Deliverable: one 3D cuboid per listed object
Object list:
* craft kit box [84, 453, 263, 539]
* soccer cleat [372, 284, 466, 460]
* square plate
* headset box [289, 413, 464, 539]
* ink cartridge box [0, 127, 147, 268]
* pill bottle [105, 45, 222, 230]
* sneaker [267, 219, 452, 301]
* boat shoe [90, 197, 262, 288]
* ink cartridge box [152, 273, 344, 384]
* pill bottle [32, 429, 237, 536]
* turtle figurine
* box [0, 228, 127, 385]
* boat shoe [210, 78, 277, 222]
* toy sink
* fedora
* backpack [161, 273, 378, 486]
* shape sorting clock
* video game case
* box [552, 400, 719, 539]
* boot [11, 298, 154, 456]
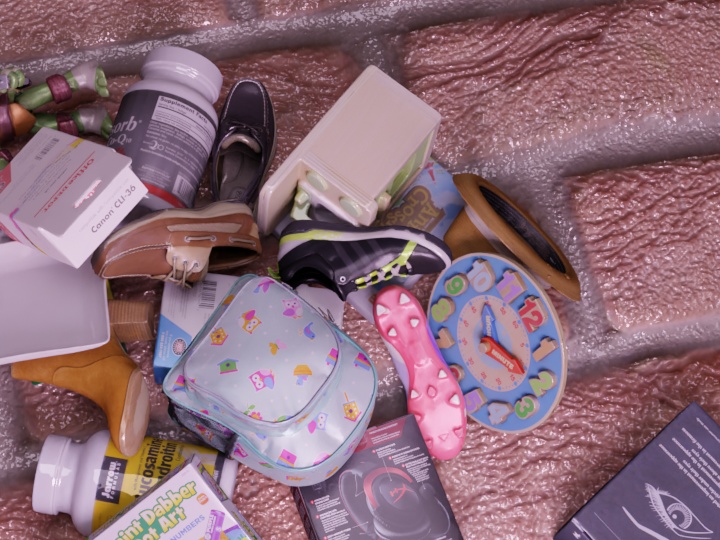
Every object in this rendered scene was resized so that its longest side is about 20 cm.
[{"bbox_3d":[-0.182,0.320,1.473,0.200,0.049,0.198,-39,94,5],"label":"craft kit box"},{"bbox_3d":[0.067,0.110,1.640,0.066,0.076,0.201,-23,91,5],"label":"soccer cleat"},{"bbox_3d":[-0.361,0.036,1.556,0.197,0.029,0.201,-10,39,-3],"label":"square plate"},{"bbox_3d":[0.014,0.254,1.570,0.148,0.075,0.201,-18,72,-13],"label":"headset box"},{"bbox_3d":[-0.306,-0.075,1.553,0.117,0.068,0.200,-50,37,-16],"label":"ink cartridge box"},{"bbox_3d":[-0.228,-0.144,1.683,0.115,0.116,0.201,14,67,0],"label":"pill bottle"},{"bbox_3d":[0.000,0.000,1.612,0.199,0.072,0.083,4,64,10],"label":"sneaker"},{"bbox_3d":[-0.188,-0.022,1.585,0.199,0.076,0.074,-17,67,-35],"label":"boat shoe"},{"bbox_3d":[-0.122,0.073,1.632,0.199,0.068,0.117,7,68,-3],"label":"ink cartridge box"},{"bbox_3d":[-0.233,0.228,1.537,0.199,0.112,0.113,10,68,-2],"label":"pill bottle"},{"bbox_3d":[-0.371,-0.157,1.658,0.193,0.200,0.145,-17,99,-18],"label":"turtle figurine"},{"bbox_3d":[-0.338,0.019,1.644,0.117,0.048,0.201,-17,73,-11],"label":"box"},{"bbox_3d":[-0.136,-0.140,1.716,0.071,0.065,0.201,9,67,-1],"label":"boat shoe"},{"bbox_3d":[-0.011,-0.104,1.658,0.112,0.130,0.200,37,69,9],"label":"toy sink"},{"bbox_3d":[0.159,-0.021,1.668,0.082,0.200,0.201,-45,76,16],"label":"fedora"},{"bbox_3d":[-0.081,0.116,1.506,0.200,0.153,0.176,35,68,3],"label":"backpack"},{"bbox_3d":[0.143,0.079,1.594,0.039,0.200,0.201,-14,67,-44],"label":"shape sorting clock"},{"bbox_3d":[0.016,-0.066,1.726,0.182,0.022,0.200,42,70,11],"label":"video game case"},{"bbox_3d":[0.329,0.265,1.582,0.200,0.104,0.148,-39,77,-18],"label":"box"},{"bbox_3d":[-0.293,0.111,1.540,0.143,0.071,0.202,-4,48,3],"label":"boot"}]
